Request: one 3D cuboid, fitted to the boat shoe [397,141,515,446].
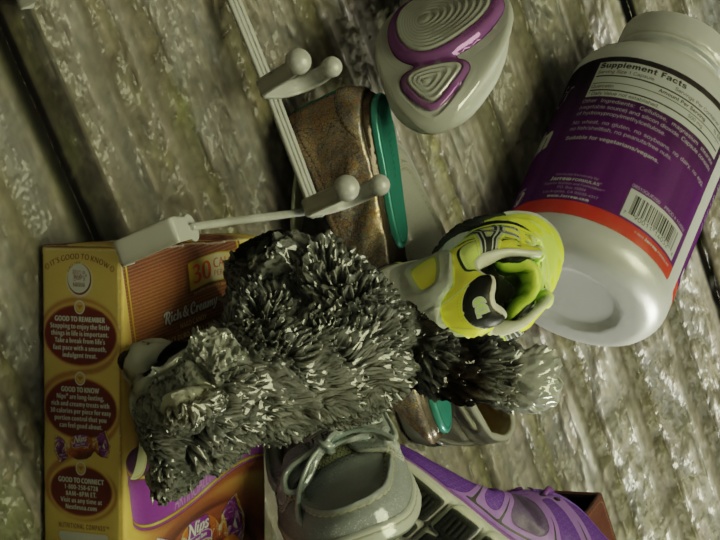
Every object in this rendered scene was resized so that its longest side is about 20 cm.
[{"bbox_3d":[0.044,0.014,1.657,0.071,0.070,0.201,-43,126,-46],"label":"boat shoe"}]

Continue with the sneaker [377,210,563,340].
[{"bbox_3d":[0.074,0.013,1.568,0.200,0.076,0.076,-31,109,-61],"label":"sneaker"}]

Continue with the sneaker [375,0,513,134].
[{"bbox_3d":[0.054,-0.120,1.622,0.200,0.075,0.100,-81,163,-56],"label":"sneaker"}]

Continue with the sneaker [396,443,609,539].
[{"bbox_3d":[0.077,0.152,1.673,0.200,0.081,0.084,32,42,-20],"label":"sneaker"}]

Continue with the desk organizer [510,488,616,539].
[{"bbox_3d":[0.083,0.217,1.726,0.200,0.071,0.077,-47,127,-44],"label":"desk organizer"}]

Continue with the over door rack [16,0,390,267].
[{"bbox_3d":[-0.065,-0.090,1.449,0.200,0.066,0.148,-15,82,-57],"label":"over door rack"}]

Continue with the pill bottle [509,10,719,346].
[{"bbox_3d":[0.163,-0.060,1.792,0.113,0.112,0.200,57,47,-40],"label":"pill bottle"}]

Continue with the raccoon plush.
[{"bbox_3d":[-0.014,0.056,1.382,0.134,0.199,0.097,-65,154,-49],"label":"raccoon plush"}]

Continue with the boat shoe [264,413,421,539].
[{"bbox_3d":[-0.018,0.087,1.504,0.202,0.074,0.065,-104,172,-68],"label":"boat shoe"}]

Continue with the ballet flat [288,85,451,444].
[{"bbox_3d":[0.000,0.000,1.593,0.068,0.067,0.201,-39,118,-75],"label":"ballet flat"}]

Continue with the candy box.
[{"bbox_3d":[-0.102,0.084,1.459,0.116,0.056,0.201,-6,96,-55],"label":"candy box"}]
